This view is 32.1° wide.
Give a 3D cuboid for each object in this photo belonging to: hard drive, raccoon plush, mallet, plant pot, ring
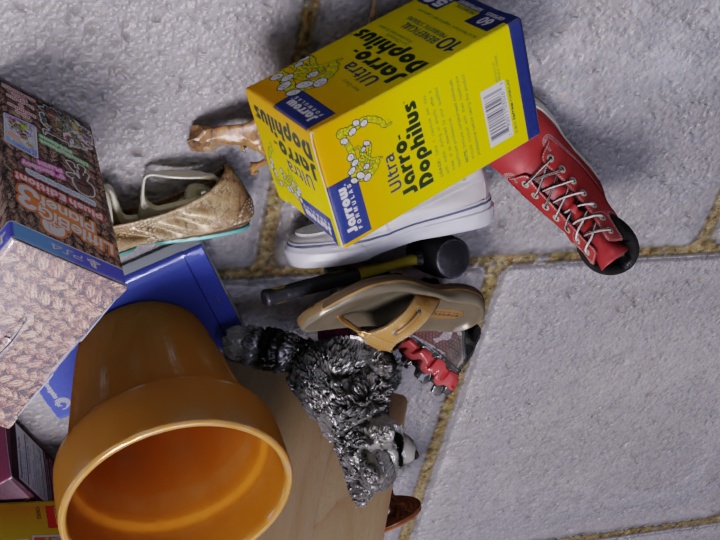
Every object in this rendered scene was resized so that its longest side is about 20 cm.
[{"bbox_3d":[-0.217,0.055,1.161,0.198,0.026,0.133,-23,135,-2],"label":"hard drive"},{"bbox_3d":[-0.042,0.138,1.157,0.197,0.135,0.097,6,151,12],"label":"raccoon plush"},{"bbox_3d":[0.000,0.000,1.143,0.197,0.066,0.042,-12,104,-16],"label":"mallet"},{"bbox_3d":[-0.178,0.134,1.101,0.197,0.184,0.202,-12,135,-13],"label":"plant pot"},{"bbox_3d":[-0.031,0.268,1.349,0.198,0.200,0.020,-13,91,-11],"label":"ring"}]

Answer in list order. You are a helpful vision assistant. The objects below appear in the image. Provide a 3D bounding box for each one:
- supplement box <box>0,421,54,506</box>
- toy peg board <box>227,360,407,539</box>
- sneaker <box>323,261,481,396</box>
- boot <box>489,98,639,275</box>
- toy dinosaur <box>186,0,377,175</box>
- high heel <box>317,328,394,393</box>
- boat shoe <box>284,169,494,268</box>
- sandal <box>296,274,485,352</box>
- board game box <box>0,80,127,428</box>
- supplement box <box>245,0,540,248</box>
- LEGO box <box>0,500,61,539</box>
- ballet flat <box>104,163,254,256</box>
[{"bbox_3d":[-0.341,0.246,1.240,0.109,0.086,0.201,-27,135,3],"label":"supplement box"},{"bbox_3d":[-0.068,0.214,1.223,0.196,0.202,0.098,10,153,4],"label":"toy peg board"},{"bbox_3d":[0.047,0.034,1.224,0.098,0.071,0.200,-49,121,-1],"label":"sneaker"},{"bbox_3d":[0.176,-0.075,1.123,0.072,0.145,0.199,-42,132,19],"label":"boot"},{"bbox_3d":[-0.047,-0.128,1.041,0.198,0.061,0.107,-28,134,3],"label":"toy dinosaur"},{"bbox_3d":[-0.029,0.110,1.255,0.096,0.068,0.201,-34,139,-5],"label":"high heel"},{"bbox_3d":[0.022,-0.057,1.141,0.197,0.074,0.068,-15,108,-11],"label":"boat shoe"},{"bbox_3d":[0.037,0.046,1.125,0.198,0.055,0.080,5,148,-36],"label":"sandal"},{"bbox_3d":[-0.274,-0.016,0.949,0.096,0.201,0.160,26,117,-38],"label":"board game box"},{"bbox_3d":[0.028,-0.126,0.993,0.199,0.109,0.110,-31,128,-18],"label":"supplement box"},{"bbox_3d":[-0.288,0.305,1.114,0.147,0.201,0.078,2,128,-24],"label":"LEGO box"},{"bbox_3d":[-0.191,-0.048,1.064,0.197,0.070,0.066,-16,109,-12],"label":"ballet flat"}]
